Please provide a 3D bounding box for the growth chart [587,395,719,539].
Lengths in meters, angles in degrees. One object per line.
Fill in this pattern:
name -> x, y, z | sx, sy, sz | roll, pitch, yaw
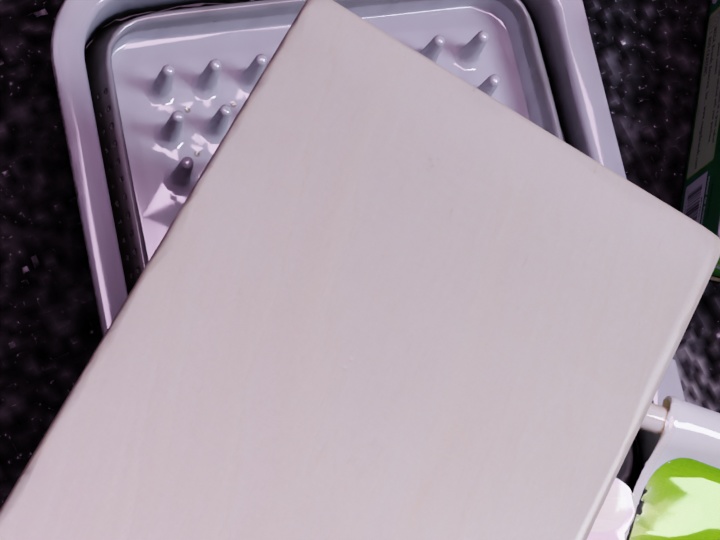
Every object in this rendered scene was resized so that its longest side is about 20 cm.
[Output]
growth chart -> 0.110, 0.141, 0.781 | 0.144, 0.018, 0.201 | 11, 83, -20

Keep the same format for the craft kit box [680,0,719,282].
craft kit box -> 0.213, -0.071, 0.890 | 0.197, 0.049, 0.201 | 15, 70, -14

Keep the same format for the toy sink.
toy sink -> -0.015, 0.055, 0.702 | 0.130, 0.112, 0.200 | 30, 63, -4

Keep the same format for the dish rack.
dish rack -> 0.000, 0.000, 0.806 | 0.171, 0.044, 0.201 | -8, 76, -17
